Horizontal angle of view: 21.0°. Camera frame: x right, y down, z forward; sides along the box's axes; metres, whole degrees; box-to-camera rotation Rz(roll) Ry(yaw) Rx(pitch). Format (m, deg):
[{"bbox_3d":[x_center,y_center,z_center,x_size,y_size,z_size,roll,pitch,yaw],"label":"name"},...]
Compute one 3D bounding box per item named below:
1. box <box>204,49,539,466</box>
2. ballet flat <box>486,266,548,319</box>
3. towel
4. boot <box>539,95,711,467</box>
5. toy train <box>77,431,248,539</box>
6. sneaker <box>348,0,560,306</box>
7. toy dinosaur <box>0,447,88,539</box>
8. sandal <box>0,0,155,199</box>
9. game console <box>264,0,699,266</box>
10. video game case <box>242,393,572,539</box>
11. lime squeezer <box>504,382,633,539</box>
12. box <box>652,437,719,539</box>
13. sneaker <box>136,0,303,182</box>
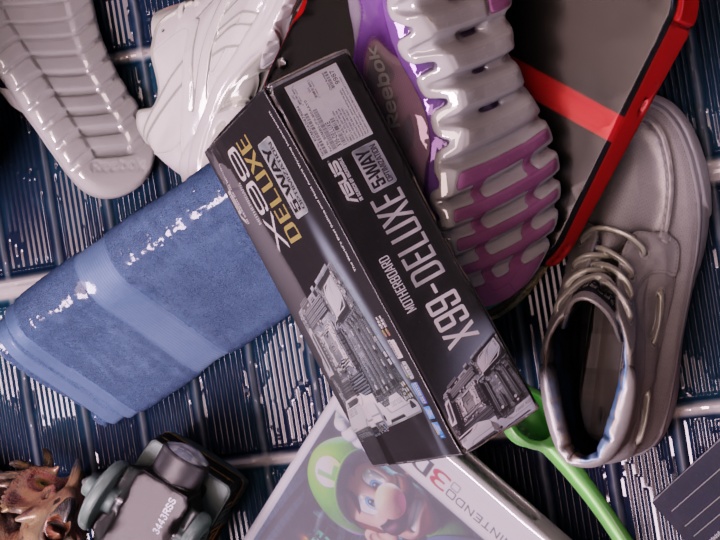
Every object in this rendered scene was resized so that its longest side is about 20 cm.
[{"bbox_3d":[0.000,0.000,0.995,0.050,0.158,0.200,-29,91,-18],"label":"box"},{"bbox_3d":[0.096,-0.067,1.061,0.070,0.071,0.201,16,93,21],"label":"ballet flat"},{"bbox_3d":[-0.113,0.011,1.141,0.200,0.112,0.049,-33,38,24],"label":"towel"},{"bbox_3d":[0.139,0.006,1.034,0.073,0.096,0.201,3,95,23],"label":"boot"},{"bbox_3d":[-0.138,0.186,1.150,0.085,0.114,0.200,30,100,9],"label":"toy train"},{"bbox_3d":[0.039,-0.081,0.989,0.088,0.080,0.201,4,110,51],"label":"sneaker"},{"bbox_3d":[-0.236,0.154,1.218,0.200,0.086,0.136,25,93,36],"label":"toy dinosaur"},{"bbox_3d":[-0.195,-0.132,1.189,0.203,0.082,0.050,66,155,5],"label":"sandal"},{"bbox_3d":[0.062,-0.123,1.030,0.200,0.031,0.177,31,105,21],"label":"game console"},{"bbox_3d":[0.018,0.184,1.119,0.182,0.023,0.200,40,119,16],"label":"video game case"},{"bbox_3d":[0.075,0.087,1.074,0.200,0.038,0.071,28,111,31],"label":"lime squeezer"},{"bbox_3d":[0.274,0.104,0.900,0.182,0.200,0.104,49,146,12],"label":"box"},{"bbox_3d":[-0.076,-0.142,1.128,0.099,0.078,0.200,34,105,21],"label":"sneaker"}]
